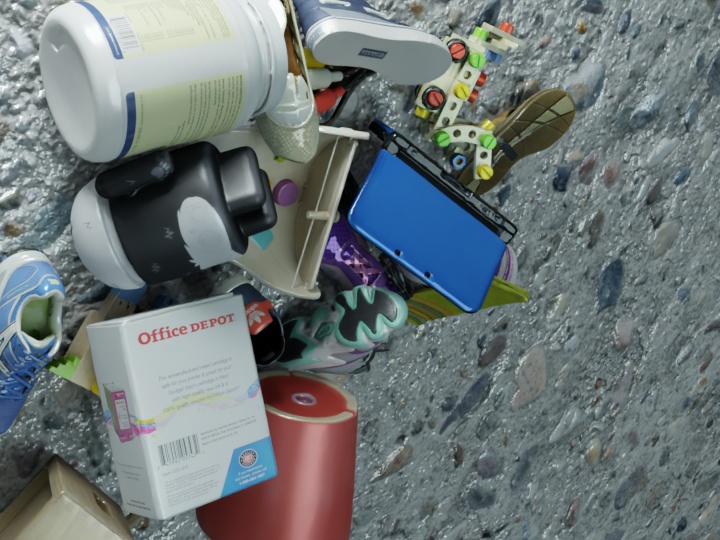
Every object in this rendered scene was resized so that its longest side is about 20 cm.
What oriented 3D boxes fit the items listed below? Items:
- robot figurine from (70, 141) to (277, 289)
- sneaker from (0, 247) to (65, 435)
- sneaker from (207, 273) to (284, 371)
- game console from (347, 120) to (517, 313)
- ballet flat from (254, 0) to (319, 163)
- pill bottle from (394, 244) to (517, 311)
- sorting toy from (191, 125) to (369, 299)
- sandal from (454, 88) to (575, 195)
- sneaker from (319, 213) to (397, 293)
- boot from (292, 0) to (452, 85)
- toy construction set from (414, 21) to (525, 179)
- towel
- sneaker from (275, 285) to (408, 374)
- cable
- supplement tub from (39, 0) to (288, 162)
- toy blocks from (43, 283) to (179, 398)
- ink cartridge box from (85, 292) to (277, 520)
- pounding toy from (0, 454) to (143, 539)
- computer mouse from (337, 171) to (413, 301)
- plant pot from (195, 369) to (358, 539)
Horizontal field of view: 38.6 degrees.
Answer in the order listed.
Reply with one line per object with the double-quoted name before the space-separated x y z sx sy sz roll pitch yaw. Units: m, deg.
"robot figurine" -0.188 -0.057 1.026 0.200 0.125 0.151 -18 112 5
"sneaker" -0.347 0.081 1.025 0.076 0.077 0.200 3 111 -44
"sneaker" -0.122 0.086 1.187 0.075 0.085 0.200 -40 156 -14
"game console" 0.073 -0.067 1.221 0.200 0.171 0.118 37 96 -20
"ballet flat" -0.086 -0.208 1.057 0.067 0.062 0.200 -13 89 -8
"pill bottle" 0.112 -0.025 1.349 0.200 0.112 0.112 28 92 -46
"sorting toy" -0.112 -0.085 1.138 0.180 0.107 0.200 7 110 -34
"sandal" 0.202 -0.181 1.395 0.200 0.054 0.080 -40 129 1
"sneaker" 0.000 0.000 1.282 0.080 0.088 0.200 -45 133 -12
"boot" 0.015 -0.270 1.141 0.200 0.090 0.073 5 144 -43
"toy construction set" 0.139 -0.224 1.282 0.131 0.092 0.200 20 91 -21
"towel" 0.117 0.040 1.338 0.086 0.200 0.018 21 65 -38
"sneaker" 0.004 0.081 1.280 0.140 0.200 0.078 22 58 -48
"cable" -0.007 -0.223 1.175 0.200 0.050 0.097 -24 105 -28
"supplement tub" -0.184 -0.191 0.975 0.200 0.145 0.145 -19 124 -33
"toy blocks" -0.228 0.086 1.125 0.200 0.100 0.137 34 78 -32
"ink cartridge box" -0.182 0.133 1.057 0.144 0.085 0.201 -14 96 -39
"pounding toy" -0.317 0.301 1.106 0.142 0.200 0.184 45 79 -16
"computer mouse" 0.004 -0.046 1.240 0.034 0.059 0.200 -28 98 13
"plant pot" -0.088 0.229 1.245 0.200 0.200 0.178 -1 112 -41
